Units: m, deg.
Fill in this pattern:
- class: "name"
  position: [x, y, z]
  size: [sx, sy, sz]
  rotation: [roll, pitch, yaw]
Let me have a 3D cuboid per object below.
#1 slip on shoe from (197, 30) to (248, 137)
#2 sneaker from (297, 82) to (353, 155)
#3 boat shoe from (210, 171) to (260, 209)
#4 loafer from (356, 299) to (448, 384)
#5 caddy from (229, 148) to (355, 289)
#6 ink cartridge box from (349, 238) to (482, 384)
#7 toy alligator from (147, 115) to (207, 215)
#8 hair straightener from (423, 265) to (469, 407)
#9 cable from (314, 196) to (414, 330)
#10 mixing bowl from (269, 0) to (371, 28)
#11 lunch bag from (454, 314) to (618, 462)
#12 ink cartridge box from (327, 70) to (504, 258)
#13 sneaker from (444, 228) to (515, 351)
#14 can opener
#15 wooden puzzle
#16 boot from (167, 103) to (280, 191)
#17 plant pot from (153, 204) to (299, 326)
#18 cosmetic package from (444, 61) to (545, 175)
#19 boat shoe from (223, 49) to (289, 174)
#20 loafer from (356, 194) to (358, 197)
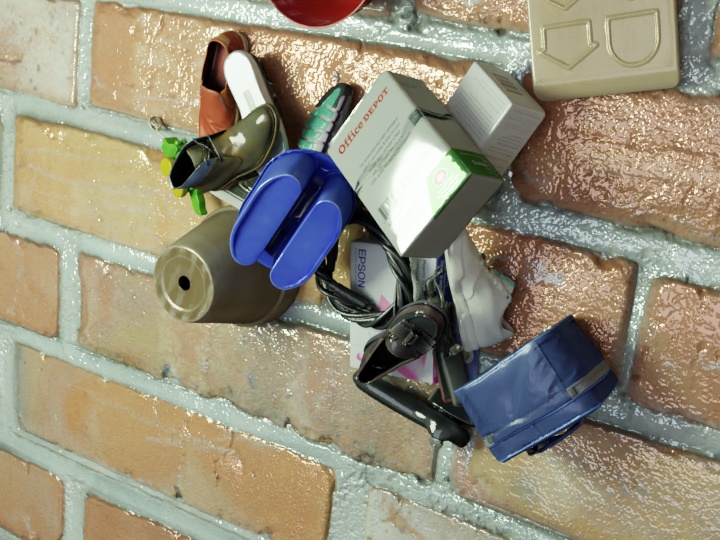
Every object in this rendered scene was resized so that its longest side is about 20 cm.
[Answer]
- class: "slip on shoe"
  position: [-0.224, -0.273, 1.518]
  size: [0.074, 0.061, 0.201]
  rotation: [24, 113, 23]
- class: "sneaker"
  position: [-0.046, -0.174, 1.442]
  size: [0.201, 0.087, 0.074]
  rotation: [-63, 28, 7]
- class: "boat shoe"
  position: [-0.153, -0.121, 1.501]
  size: [0.199, 0.071, 0.064]
  rotation: [25, 116, 26]
- class: "loafer"
  position: [0.055, 0.107, 1.345]
  size: [0.072, 0.063, 0.200]
  rotation: [38, 145, -6]
- class: "caddy"
  position: [-0.095, -0.073, 1.366]
  size: [0.141, 0.105, 0.200]
  rotation: [33, 118, -7]
- class: "ink cartridge box"
  position: [0.076, 0.060, 1.421]
  size: [0.199, 0.043, 0.198]
  rotation: [7, 104, 31]
- class: "toy alligator"
  position: [-0.288, -0.182, 1.572]
  size: [0.054, 0.059, 0.201]
  rotation: [-43, 69, 42]
- class: "hair straightener"
  position: [0.127, 0.093, 1.353]
  size: [0.077, 0.041, 0.201]
  rotation: [-167, 67, -69]
- class: "cable"
  position: [0.000, 0.000, 1.401]
  size: [0.163, 0.051, 0.201]
  rotation: [-23, 86, 31]
- class: "mixing bowl"
  position: [-0.032, -0.433, 1.339]
  size: [0.199, 0.108, 0.201]
  rotation: [7, 104, 30]
- class: "lunch bag"
  position: [0.232, 0.168, 1.293]
  size: [0.200, 0.136, 0.133]
  rotation: [-39, 79, 31]
- class: "ink cartridge box"
  position: [0.066, -0.136, 1.254]
  size: [0.147, 0.083, 0.200]
  rotation: [-50, 58, 28]
- class: "sneaker"
  position: [0.164, 0.015, 1.325]
  size: [0.088, 0.075, 0.201]
  rotation: [-11, 122, 6]
- class: "can opener"
  position: [0.076, 0.201, 1.444]
  size: [0.199, 0.079, 0.063]
  rotation: [22, 155, 22]
- class: "wooden puzzle"
  position: [0.299, -0.318, 1.206]
  size: [0.184, 0.046, 0.201]
  rotation: [-1, 105, 32]
- class: "boot"
  position: [-0.199, -0.171, 1.420]
  size: [0.200, 0.097, 0.075]
  rotation: [-41, 73, 42]
- class: "plant pot"
  position: [-0.218, 0.003, 1.508]
  size: [0.199, 0.173, 0.201]
  rotation: [7, 104, 29]
- class: "cosmetic package"
  position: [0.144, -0.162, 1.296]
  size: [0.200, 0.074, 0.102]
  rotation: [-56, 46, 29]
- class: "boat shoe"
  position: [-0.147, -0.235, 1.476]
  size: [0.070, 0.066, 0.201]
  rotation: [-22, 90, 27]
- class: "loafer"
  position: [0.026, -0.171, 1.390]
  size: [0.200, 0.073, 0.072]
  rotation: [-40, 69, 22]
